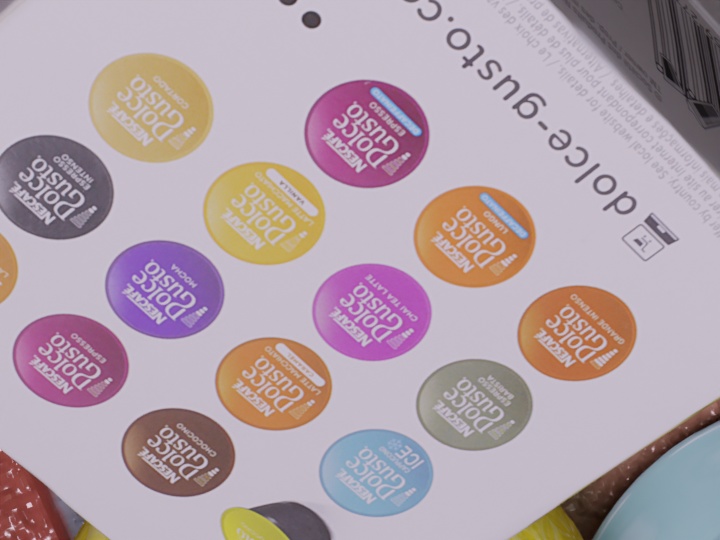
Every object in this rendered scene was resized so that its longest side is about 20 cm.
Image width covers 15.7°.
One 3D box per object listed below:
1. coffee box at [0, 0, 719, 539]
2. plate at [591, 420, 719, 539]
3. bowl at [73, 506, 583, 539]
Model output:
[{"bbox_3d":[-0.012,-0.053,0.718,0.197,0.201,0.200,-36,116,24],"label":"coffee box"},{"bbox_3d":[0.168,0.149,0.948,0.199,0.026,0.202,0,89,-14],"label":"plate"},{"bbox_3d":[-0.008,0.088,0.867,0.198,0.200,0.109,3,96,-3],"label":"bowl"}]
